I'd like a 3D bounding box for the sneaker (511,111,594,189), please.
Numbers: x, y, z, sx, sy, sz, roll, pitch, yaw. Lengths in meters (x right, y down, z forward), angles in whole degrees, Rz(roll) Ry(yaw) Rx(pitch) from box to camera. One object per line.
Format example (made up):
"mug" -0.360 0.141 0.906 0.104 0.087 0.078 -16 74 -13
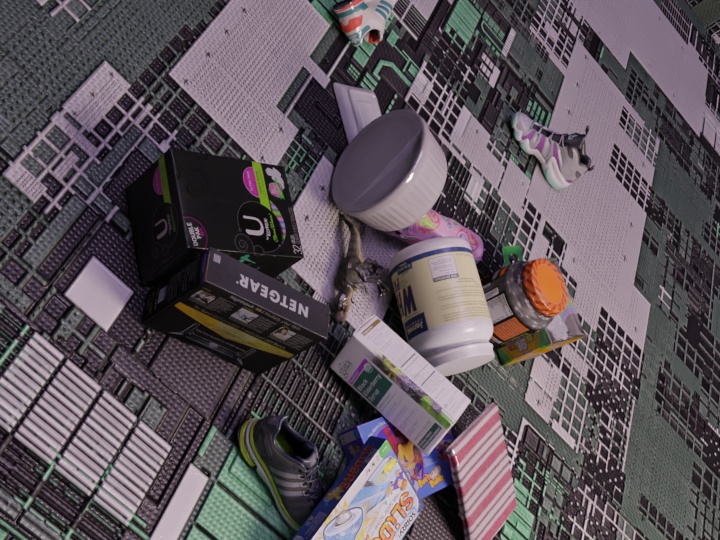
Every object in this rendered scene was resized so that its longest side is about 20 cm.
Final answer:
"sneaker" 0.424 -0.281 2.122 0.200 0.139 0.078 47 43 -16

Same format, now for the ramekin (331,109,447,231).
"ramekin" 0.054 -0.156 1.640 0.094 0.201 0.205 39 45 -35

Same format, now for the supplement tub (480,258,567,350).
"supplement tub" 0.249 0.062 1.706 0.122 0.199 0.124 24 52 -35

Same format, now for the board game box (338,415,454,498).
"board game box" 0.069 0.282 1.516 0.198 0.045 0.136 -11 76 -48

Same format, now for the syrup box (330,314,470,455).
"syrup box" 0.059 0.170 1.492 0.199 0.079 0.081 41 34 8

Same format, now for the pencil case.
"pencil case" 0.122 -0.064 1.734 0.198 0.087 0.089 27 51 -33

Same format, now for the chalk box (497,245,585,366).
"chalk box" 0.301 0.054 1.825 0.123 0.123 0.203 -6 71 -45

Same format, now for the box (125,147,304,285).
"box" -0.201 -0.066 1.376 0.198 0.124 0.151 5 63 -43

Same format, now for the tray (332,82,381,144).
"tray" 0.016 -0.243 1.776 0.106 0.022 0.203 1 67 -44

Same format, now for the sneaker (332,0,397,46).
"sneaker" 0.022 -0.483 1.895 0.199 0.070 0.095 -39 115 -51

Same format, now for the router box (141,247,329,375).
"router box" -0.164 0.059 1.318 0.199 0.156 0.053 28 50 -32

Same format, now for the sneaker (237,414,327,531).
"sneaker" -0.082 0.277 1.336 0.201 0.080 0.074 53 42 -11

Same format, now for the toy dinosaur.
"toy dinosaur" 0.000 0.000 1.607 0.087 0.047 0.202 25 49 -26

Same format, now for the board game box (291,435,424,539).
"board game box" -0.003 0.346 1.349 0.200 0.034 0.136 -49 124 -32

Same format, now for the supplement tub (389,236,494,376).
"supplement tub" 0.136 0.061 1.633 0.144 0.144 0.203 3 66 -44

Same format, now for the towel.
"towel" 0.190 0.330 1.573 0.146 0.030 0.203 -34 116 -48
